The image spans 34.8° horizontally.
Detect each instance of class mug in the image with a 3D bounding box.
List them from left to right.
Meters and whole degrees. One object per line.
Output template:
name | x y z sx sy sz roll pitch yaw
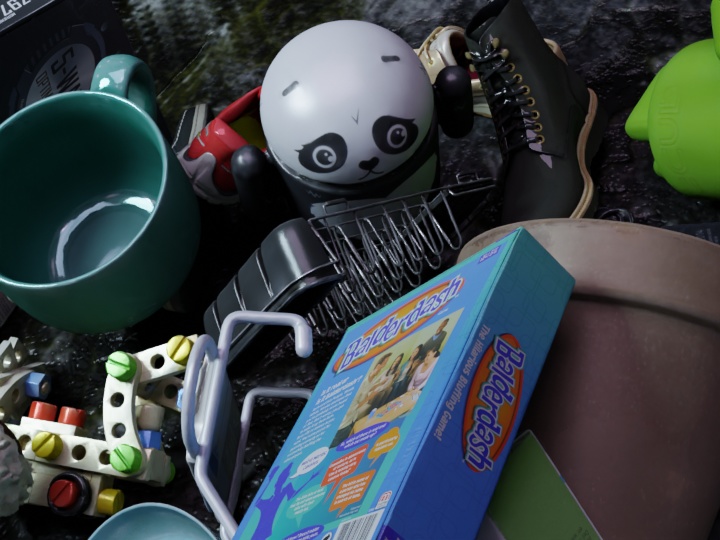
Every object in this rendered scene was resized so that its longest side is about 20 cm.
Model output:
mug | -0.179 -0.043 0.818 0.185 0.115 0.152 -44 64 -12

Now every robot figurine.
robot figurine | -0.003 -0.088 0.821 0.124 0.200 0.151 25 71 15
robot figurine | 0.280 -0.104 0.784 0.116 0.176 0.200 -51 27 -17

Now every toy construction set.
toy construction set | -0.200 0.101 0.790 0.199 0.092 0.132 3 74 29

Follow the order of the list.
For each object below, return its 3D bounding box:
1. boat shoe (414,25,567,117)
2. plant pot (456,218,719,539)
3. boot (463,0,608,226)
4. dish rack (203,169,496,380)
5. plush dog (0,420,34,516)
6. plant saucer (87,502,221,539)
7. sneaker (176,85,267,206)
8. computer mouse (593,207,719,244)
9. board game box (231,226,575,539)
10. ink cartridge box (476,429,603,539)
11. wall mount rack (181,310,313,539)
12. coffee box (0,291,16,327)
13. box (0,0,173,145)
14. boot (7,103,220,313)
boat shoe | 0.080 -0.172 0.964 0.199 0.069 0.074 5 51 21
plant pot | 0.136 0.089 0.649 0.199 0.200 0.176 6 68 22
boot | 0.109 -0.105 0.830 0.077 0.138 0.201 -23 31 31
dish rack | 0.000 0.000 0.765 0.199 0.153 0.055 -16 73 -36
plush dog | -0.315 0.174 0.711 0.199 0.173 0.160 7 20 25
plant saucer | -0.109 0.229 0.625 0.199 0.027 0.201 -13 71 42
sneaker | -0.060 -0.116 0.912 0.077 0.085 0.200 45 41 3
computer mouse | 0.241 0.002 0.768 0.199 0.053 0.139 -2 26 17
board game box | 0.012 0.085 0.554 0.152 0.045 0.200 -33 21 47
ink cartridge box | 0.089 0.188 0.563 0.104 0.201 0.059 -33 1 44
wall mount rack | -0.060 0.127 0.670 0.074 0.200 0.175 4 62 4
coffee box | -0.360 0.042 0.899 0.112 0.080 0.201 10 53 23
box | -0.251 -0.127 0.936 0.160 0.201 0.044 -35 49 -16
boot | -0.196 -0.054 0.934 0.153 0.074 0.204 -2 53 8
